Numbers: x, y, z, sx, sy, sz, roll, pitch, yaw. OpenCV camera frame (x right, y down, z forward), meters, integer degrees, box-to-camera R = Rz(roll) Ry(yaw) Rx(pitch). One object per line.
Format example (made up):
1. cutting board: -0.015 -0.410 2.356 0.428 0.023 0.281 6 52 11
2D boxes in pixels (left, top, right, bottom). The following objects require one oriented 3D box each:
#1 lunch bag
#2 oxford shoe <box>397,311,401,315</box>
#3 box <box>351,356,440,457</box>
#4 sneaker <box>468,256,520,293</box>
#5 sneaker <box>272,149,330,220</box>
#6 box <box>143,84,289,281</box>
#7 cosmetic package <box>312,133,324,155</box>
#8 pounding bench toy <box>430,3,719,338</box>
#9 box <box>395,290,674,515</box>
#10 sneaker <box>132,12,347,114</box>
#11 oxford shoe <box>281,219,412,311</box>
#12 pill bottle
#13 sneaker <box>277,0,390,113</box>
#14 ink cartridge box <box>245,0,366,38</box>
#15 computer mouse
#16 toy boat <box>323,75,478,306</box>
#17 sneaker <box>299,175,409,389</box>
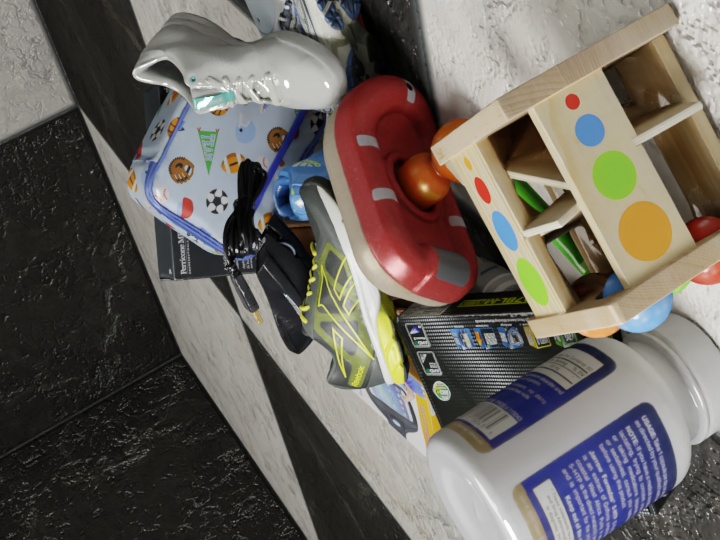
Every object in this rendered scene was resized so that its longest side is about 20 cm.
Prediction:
1. lunch bag: -0.124 -0.120 1.152 0.160 0.202 0.075 34 168 -29
2. oxford shoe: 0.075 0.052 1.206 0.201 0.070 0.075 57 167 15
3. box: 0.029 0.107 1.236 0.199 0.041 0.120 35 147 45
4. sneaker: 0.129 0.073 1.087 0.082 0.074 0.202 -128 28 -49
5. sneaker: -0.033 -0.096 1.135 0.200 0.103 0.077 -89 -9 -76
6. box: -0.145 -0.095 1.228 0.079 0.139 0.203 178 87 -65
7. cosmetic package: -0.028 -0.050 1.332 0.202 0.090 0.107 63 163 -16
8. pounding bench toy: 0.137 -0.041 0.738 0.157 0.123 0.200 61 165 -1
9. box: 0.144 0.110 0.988 0.198 0.047 0.195 -4 114 45
10. sneaker: -0.109 -0.166 1.032 0.198 0.089 0.076 16 137 25
11. oxford shoe: 0.000 0.000 1.130 0.197 0.072 0.071 15 161 1
12. pill bottle: 0.156 0.117 0.809 0.120 0.198 0.120 54 163 25
13. sneaker: -0.044 -0.222 1.036 0.084 0.077 0.202 1 123 33
14. ink cartridge box: -0.059 -0.255 1.142 0.162 0.047 0.200 66 165 -18
15. computer mouse: -0.068 0.011 1.049 0.141 0.045 0.202 -82 -21 -53
16. toy boat: 0.055 -0.079 0.974 0.130 0.130 0.202 15 -131 -48
17. sneaker: -0.022 0.019 1.025 0.075 0.084 0.202 -76 -34 -76
